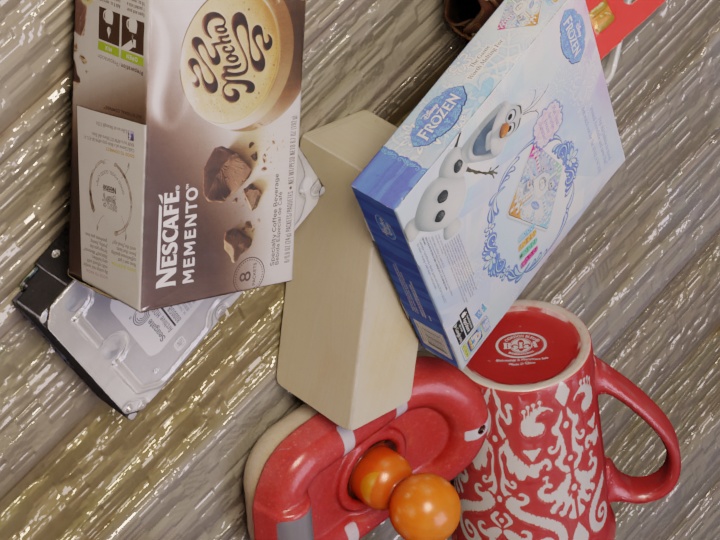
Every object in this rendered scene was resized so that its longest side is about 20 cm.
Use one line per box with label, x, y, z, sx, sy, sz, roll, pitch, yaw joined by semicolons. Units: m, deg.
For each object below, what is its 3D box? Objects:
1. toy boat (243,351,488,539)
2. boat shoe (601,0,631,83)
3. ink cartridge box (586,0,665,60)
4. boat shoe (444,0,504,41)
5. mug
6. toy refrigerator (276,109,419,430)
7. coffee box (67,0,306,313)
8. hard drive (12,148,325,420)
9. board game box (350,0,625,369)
toy boat;0.020;0.150;1.658;0.200;0.131;0.131;-34;140;-30
boat shoe;0.175;-0.226;1.621;0.073;0.065;0.201;-24;134;-40
ink cartridge box;0.173;-0.262;1.535;0.161;0.050;0.200;-42;114;-24
boat shoe;0.082;-0.188;1.531;0.070;0.070;0.200;-42;142;-10
mug;0.147;0.123;1.804;0.177;0.133;0.200;-25;131;-20
toy refrigerator;0.000;0.000;1.566;0.070;0.076;0.201;-24;133;-40
coffee box;-0.100;-0.088;1.324;0.113;0.080;0.201;-11;114;-39
hard drive;-0.115;-0.018;1.439;0.200;0.038;0.140;-49;145;-12
board game box;0.090;-0.065;1.528;0.199;0.043;0.200;-50;148;-17
